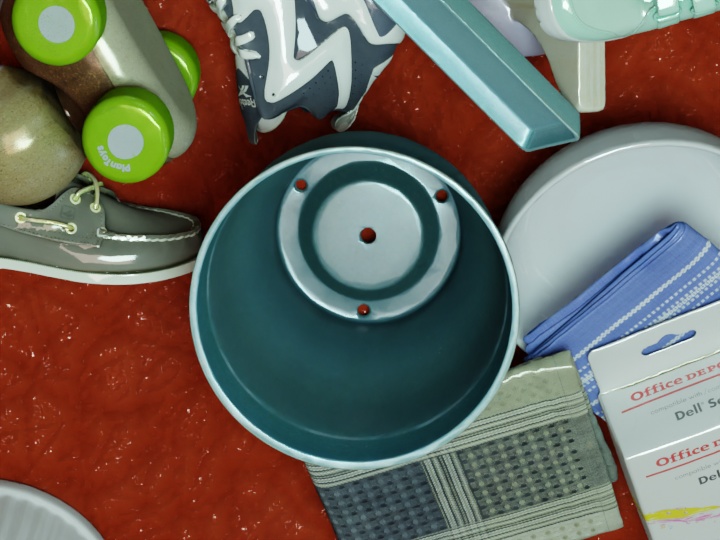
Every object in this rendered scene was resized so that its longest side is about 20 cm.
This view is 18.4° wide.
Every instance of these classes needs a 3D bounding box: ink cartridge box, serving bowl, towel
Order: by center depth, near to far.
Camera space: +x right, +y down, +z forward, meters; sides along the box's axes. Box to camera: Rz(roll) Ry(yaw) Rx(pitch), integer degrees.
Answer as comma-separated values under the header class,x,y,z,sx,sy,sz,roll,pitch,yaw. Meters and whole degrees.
class,x,y,z,sx,sy,sz,roll,pitch,yaw
serving bowl,0.179,-0.022,1.467,0.198,0.066,0.201,-5,130,-6
ink cartridge box,0.232,0.121,1.483,0.116,0.068,0.201,-21,131,4
towel,0.218,0.056,1.486,0.145,0.024,0.200,-40,127,20
towel,0.071,0.137,1.503,0.198,0.035,0.193,-16,135,6

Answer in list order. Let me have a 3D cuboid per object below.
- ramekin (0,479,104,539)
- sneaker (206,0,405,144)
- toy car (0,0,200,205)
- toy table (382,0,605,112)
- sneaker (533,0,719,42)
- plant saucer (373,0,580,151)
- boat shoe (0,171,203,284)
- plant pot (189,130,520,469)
class,x,y,z,sx,sy,sz,roll,pitch,yaw
ramekin,-0.264,0.253,1.528,0.200,0.094,0.204,-1,107,-2
sneaker,-0.075,-0.152,1.423,0.198,0.079,0.131,18,97,-18
toy car,-0.217,-0.106,1.393,0.199,0.164,0.159,-26,106,12
toy table,0.114,-0.193,1.374,0.198,0.117,0.186,-16,102,-18
sneaker,0.204,-0.182,1.284,0.199,0.118,0.074,-20,105,-17
plant saucer,0.052,-0.147,1.330,0.200,0.070,0.019,44,71,-16
boat shoe,-0.199,-0.032,1.458,0.200,0.072,0.061,4,111,0
plant pot,0.000,0.000,1.412,0.198,0.188,0.202,1,105,3
